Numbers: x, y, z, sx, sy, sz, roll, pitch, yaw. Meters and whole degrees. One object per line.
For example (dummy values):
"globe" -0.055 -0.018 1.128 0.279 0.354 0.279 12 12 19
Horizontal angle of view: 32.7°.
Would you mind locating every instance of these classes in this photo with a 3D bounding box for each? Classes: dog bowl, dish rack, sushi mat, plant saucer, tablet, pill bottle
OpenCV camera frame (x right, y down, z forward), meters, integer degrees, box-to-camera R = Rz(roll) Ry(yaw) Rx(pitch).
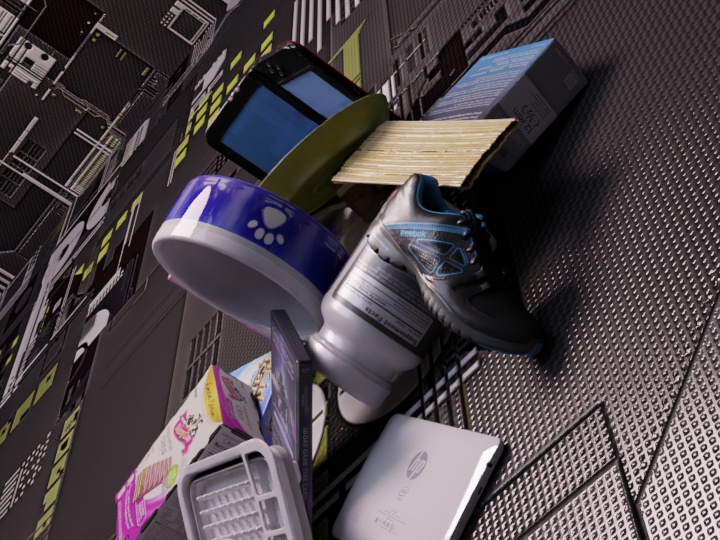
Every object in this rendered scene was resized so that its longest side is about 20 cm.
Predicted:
"dog bowl" -0.111 -0.011 1.275 0.200 0.200 0.079 -13 46 60
"dish rack" -0.100 0.252 1.160 0.200 0.043 0.172 -28 75 51
"sushi mat" 0.058 -0.113 1.177 0.096 0.012 0.200 -50 31 -22
"plant saucer" -0.037 -0.111 1.325 0.200 0.031 0.200 -41 -8 -7
"tablet" 0.044 0.191 1.068 0.130 0.014 0.200 -61 22 -12
"pill bottle" 0.033 0.024 1.187 0.200 0.116 0.116 -56 21 0

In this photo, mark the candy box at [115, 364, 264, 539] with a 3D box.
"candy box" -0.190 0.220 1.339 0.200 0.061 0.136 -53 23 11

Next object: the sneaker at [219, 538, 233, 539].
"sneaker" -0.147 0.330 1.162 0.200 0.099 0.075 -57 -9 33

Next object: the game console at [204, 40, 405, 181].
"game console" -0.069 -0.176 1.573 0.172 0.200 0.119 -11 50 61

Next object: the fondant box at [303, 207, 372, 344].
"fondant box" 0.000 0.000 1.372 0.144 0.058 0.200 -43 24 31

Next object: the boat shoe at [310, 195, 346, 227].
"boat shoe" -0.050 -0.087 1.468 0.199 0.066 0.075 -34 -8 -39

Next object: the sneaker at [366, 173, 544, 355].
"sneaker" 0.087 -0.005 1.054 0.200 0.073 0.082 43 113 28

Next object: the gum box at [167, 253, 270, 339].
"gum box" -0.126 -0.002 1.445 0.066 0.200 0.114 -39 29 36

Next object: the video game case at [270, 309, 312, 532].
"video game case" -0.068 0.155 1.197 0.143 0.019 0.201 -128 38 -68

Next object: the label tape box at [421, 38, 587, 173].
"label tape box" 0.118 -0.142 1.256 0.200 0.066 0.143 -49 20 -16

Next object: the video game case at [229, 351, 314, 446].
"video game case" -0.142 0.195 1.417 0.181 0.045 0.201 -28 35 49

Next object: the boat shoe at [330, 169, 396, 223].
"boat shoe" 0.059 -0.111 1.352 0.202 0.075 0.075 -32 -5 -30
